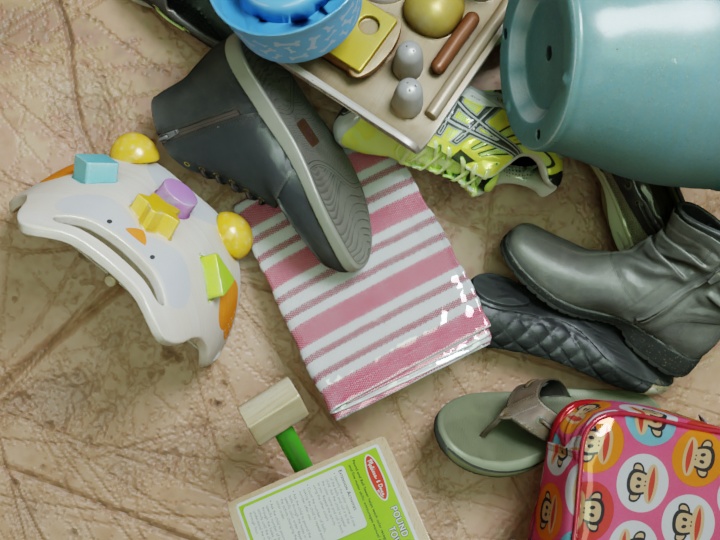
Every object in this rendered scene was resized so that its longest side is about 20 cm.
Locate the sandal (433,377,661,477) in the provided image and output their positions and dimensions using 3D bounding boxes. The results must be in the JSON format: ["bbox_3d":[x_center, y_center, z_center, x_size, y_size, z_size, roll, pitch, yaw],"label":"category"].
[{"bbox_3d":[0.153,0.114,0.886,0.198,0.080,0.058,-6,133,-14],"label":"sandal"}]

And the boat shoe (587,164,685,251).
[{"bbox_3d":[0.224,-0.098,0.899,0.073,0.065,0.202,-31,101,-38],"label":"boat shoe"}]

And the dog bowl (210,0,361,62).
[{"bbox_3d":[-0.060,-0.236,0.787,0.110,0.050,0.202,-19,64,2],"label":"dog bowl"}]

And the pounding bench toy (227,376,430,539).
[{"bbox_3d":[-0.024,0.195,0.839,0.123,0.156,0.201,-23,66,-6],"label":"pounding bench toy"}]

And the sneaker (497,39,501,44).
[{"bbox_3d":[0.095,-0.204,0.892,0.197,0.074,0.085,8,86,2],"label":"sneaker"}]

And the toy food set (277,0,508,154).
[{"bbox_3d":[0.034,-0.201,0.815,0.143,0.060,0.201,33,74,8],"label":"toy food set"}]

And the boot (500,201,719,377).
[{"bbox_3d":[0.222,-0.011,0.868,0.199,0.068,0.131,30,130,-2],"label":"boot"}]

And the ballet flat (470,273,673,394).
[{"bbox_3d":[0.168,0.057,0.914,0.198,0.067,0.057,22,130,-6],"label":"ballet flat"}]

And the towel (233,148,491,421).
[{"bbox_3d":[0.000,0.000,0.876,0.145,0.030,0.202,-26,74,-4],"label":"towel"}]

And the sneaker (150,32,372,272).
[{"bbox_3d":[-0.074,-0.076,0.855,0.106,0.075,0.201,-27,96,30],"label":"sneaker"}]

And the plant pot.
[{"bbox_3d":[0.205,-0.152,0.775,0.186,0.200,0.203,-2,90,-14],"label":"plant pot"}]

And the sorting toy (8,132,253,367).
[{"bbox_3d":[-0.167,-0.013,0.793,0.199,0.180,0.107,40,102,-5],"label":"sorting toy"}]

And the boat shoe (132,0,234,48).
[{"bbox_3d":[-0.136,-0.228,0.866,0.200,0.061,0.072,36,86,-5],"label":"boat shoe"}]

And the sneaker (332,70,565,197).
[{"bbox_3d":[0.077,-0.103,0.861,0.197,0.076,0.077,0,61,-17],"label":"sneaker"}]

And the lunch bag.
[{"bbox_3d":[0.220,0.205,0.830,0.174,0.082,0.203,12,88,-13],"label":"lunch bag"}]
